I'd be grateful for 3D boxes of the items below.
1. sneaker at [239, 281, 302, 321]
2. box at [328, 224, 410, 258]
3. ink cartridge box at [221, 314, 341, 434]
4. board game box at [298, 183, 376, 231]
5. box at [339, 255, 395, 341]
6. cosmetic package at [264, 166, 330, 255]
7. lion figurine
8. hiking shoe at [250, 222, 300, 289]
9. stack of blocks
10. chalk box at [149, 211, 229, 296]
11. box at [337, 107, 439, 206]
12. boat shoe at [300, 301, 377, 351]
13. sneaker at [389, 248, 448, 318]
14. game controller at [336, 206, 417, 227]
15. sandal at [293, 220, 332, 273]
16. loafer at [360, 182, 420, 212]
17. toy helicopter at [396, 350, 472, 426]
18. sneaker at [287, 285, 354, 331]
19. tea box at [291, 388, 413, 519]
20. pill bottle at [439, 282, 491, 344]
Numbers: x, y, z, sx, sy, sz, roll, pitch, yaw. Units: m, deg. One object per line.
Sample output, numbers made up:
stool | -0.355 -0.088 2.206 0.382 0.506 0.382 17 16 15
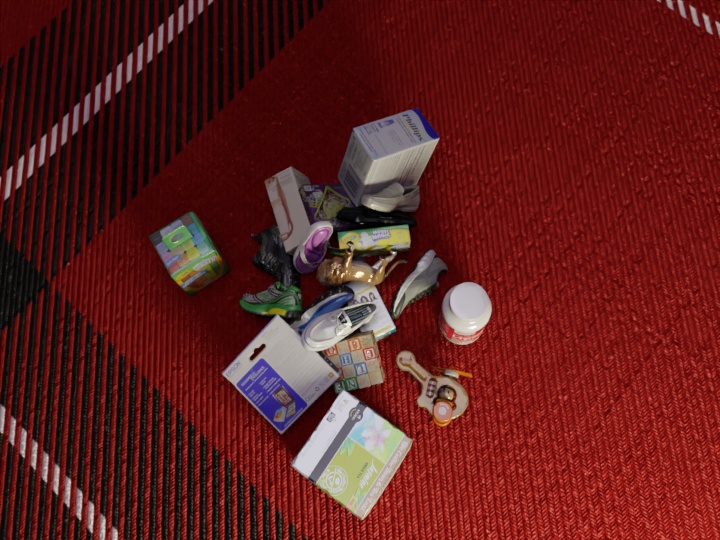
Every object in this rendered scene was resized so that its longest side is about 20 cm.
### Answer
sneaker | -0.209 0.071 1.610 0.198 0.078 0.086 2 77 37
box | 0.021 -0.067 1.649 0.197 0.117 0.049 -8 78 1
ink cartridge box | -0.179 0.233 1.534 0.200 0.043 0.198 45 100 -2
board game box | -0.050 -0.158 1.671 0.198 0.032 0.121 -6 64 -38
box | 0.008 0.074 1.641 0.082 0.049 0.202 -25 73 -4
cosmetic package | -0.158 -0.142 1.684 0.087 0.103 0.202 -25 70 16
lion figurine | 0.000 0.000 1.593 0.198 0.123 0.073 13 33 -9
hiking shoe | -0.214 -0.014 1.679 0.100 0.076 0.202 -20 65 9
stack of blocks | -0.053 0.221 1.570 0.198 0.059 0.117 -14 94 8
chalk box | -0.415 -0.046 1.624 0.124 0.200 0.125 -32 73 -7
box | 0.065 -0.277 1.651 0.198 0.184 0.106 -22 68 -26
boat shoe | -0.047 0.115 1.526 0.199 0.067 0.074 -29 80 -36
sneaker | 0.140 0.040 1.626 0.079 0.074 0.201 38 70 5
game controller | 0.041 -0.124 1.637 0.198 0.104 0.043 0 111 -34
sandal | -0.112 -0.041 1.605 0.082 0.203 0.050 -11 60 -21
loafer | 0.075 -0.182 1.652 0.069 0.199 0.071 22 109 36
toy helicopter | 0.168 0.254 1.563 0.200 0.079 0.132 41 78 18
sneaker | -0.088 0.114 1.615 0.199 0.079 0.089 -38 99 13
tea box | -0.014 0.406 1.494 0.196 0.134 0.201 32 77 12
pill bottle | 0.239 0.096 1.541 0.111 0.200 0.114 -1 72 3
